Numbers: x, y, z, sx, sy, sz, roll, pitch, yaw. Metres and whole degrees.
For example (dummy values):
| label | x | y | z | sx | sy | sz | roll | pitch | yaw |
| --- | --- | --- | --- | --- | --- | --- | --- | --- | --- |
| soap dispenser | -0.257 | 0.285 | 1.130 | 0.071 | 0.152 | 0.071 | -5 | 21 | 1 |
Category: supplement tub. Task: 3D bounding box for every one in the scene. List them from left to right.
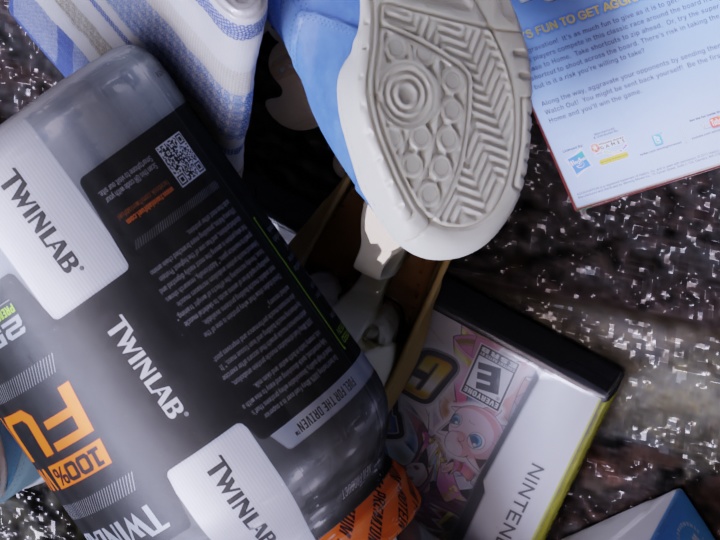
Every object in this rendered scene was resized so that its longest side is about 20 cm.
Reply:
| label | x | y | z | sx | sy | sz | roll | pitch | yaw |
| --- | --- | --- | --- | --- | --- | --- | --- | --- | --- |
| supplement tub | -0.072 | 0.030 | 0.994 | 0.122 | 0.123 | 0.200 | -32 | 96 | 32 |

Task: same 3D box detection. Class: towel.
| label | x | y | z | sx | sy | sz | roll | pitch | yaw |
| --- | --- | --- | --- | --- | --- | --- | --- | --- | --- |
| towel | -0.086 | -0.101 | 1.021 | 0.147 | 0.024 | 0.200 | 49 | 161 | 15 |

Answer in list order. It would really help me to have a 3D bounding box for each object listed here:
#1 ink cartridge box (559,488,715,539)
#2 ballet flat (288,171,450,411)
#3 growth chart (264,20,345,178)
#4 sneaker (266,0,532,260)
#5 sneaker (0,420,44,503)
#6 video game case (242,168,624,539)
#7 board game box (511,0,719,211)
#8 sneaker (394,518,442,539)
| label | x | y | z | sx | sy | sz | roll | pitch | yaw |
| --- | --- | --- | --- | --- | --- | --- | --- | --- | --- |
| ink cartridge box | 0.139 | 0.203 | 1.092 | 0.067 | 0.116 | 0.200 | -28 | 101 | 30 |
| ballet flat | 0.000 | 0.000 | 1.058 | 0.069 | 0.063 | 0.200 | 26 | 116 | 5 |
| growth chart | -0.009 | -0.139 | 1.051 | 0.145 | 0.018 | 0.200 | -23 | 103 | 31 |
| sneaker | -0.008 | -0.097 | 0.990 | 0.111 | 0.077 | 0.200 | -15 | 95 | 63 |
| sneaker | -0.188 | 0.021 | 1.140 | 0.079 | 0.131 | 0.200 | -10 | 109 | 29 |
| video game case | -0.013 | 0.069 | 1.148 | 0.200 | 0.026 | 0.181 | 28 | 122 | 9 |
| board game box | 0.149 | -0.096 | 0.992 | 0.200 | 0.019 | 0.103 | -17 | 109 | 25 |
| sneaker | 0.013 | 0.135 | 1.103 | 0.077 | 0.082 | 0.200 | -29 | 98 | 25 |
